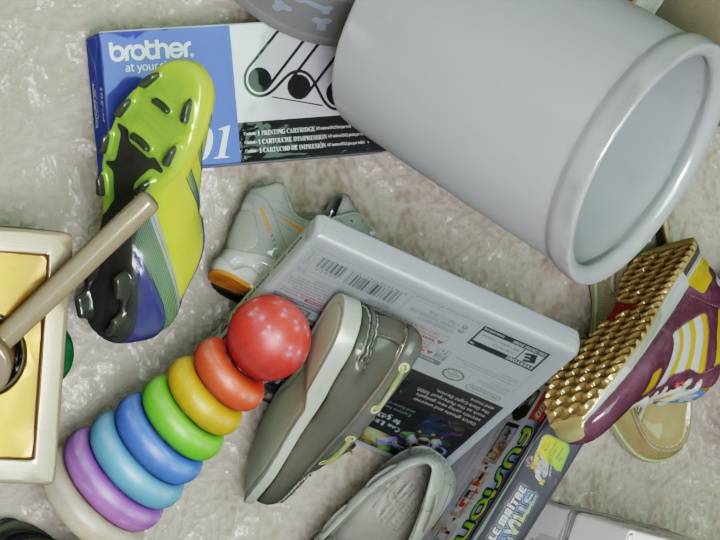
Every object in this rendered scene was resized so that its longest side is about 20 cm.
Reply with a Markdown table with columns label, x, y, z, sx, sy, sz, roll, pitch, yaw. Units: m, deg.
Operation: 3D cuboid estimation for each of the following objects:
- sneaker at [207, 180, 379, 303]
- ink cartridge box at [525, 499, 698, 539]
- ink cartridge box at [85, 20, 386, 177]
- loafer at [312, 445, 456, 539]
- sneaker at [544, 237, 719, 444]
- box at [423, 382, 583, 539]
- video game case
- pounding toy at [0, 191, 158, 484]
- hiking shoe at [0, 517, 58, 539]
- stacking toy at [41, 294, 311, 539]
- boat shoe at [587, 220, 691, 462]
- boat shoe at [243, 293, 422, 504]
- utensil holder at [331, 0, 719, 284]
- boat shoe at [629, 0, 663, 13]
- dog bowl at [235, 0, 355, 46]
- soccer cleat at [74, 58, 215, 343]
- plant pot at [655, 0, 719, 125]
| label | x | y | z | sx | sy | sz | roll | pitch | yaw |
| --- | --- | --- | --- | --- | --- | --- | --- | --- | --- |
| sneaker | 0.000 | 0.000 | 1.452 | 0.199 | 0.076 | 0.093 | 22 | 78 | -22 |
| ink cartridge box | 0.191 | 0.217 | 1.459 | 0.145 | 0.200 | 0.083 | 17 | 86 | -20 |
| ink cartridge box | -0.080 | -0.117 | 1.430 | 0.198 | 0.044 | 0.095 | -5 | 92 | -20 |
| loafer | -0.011 | 0.201 | 1.440 | 0.070 | 0.070 | 0.201 | 36 | 88 | 10 |
| sneaker | 0.198 | 0.065 | 1.433 | 0.090 | 0.075 | 0.200 | 55 | 49 | -17 |
| box | 0.079 | 0.167 | 1.464 | 0.035 | 0.110 | 0.201 | 36 | 80 | -18 |
| video game case | 0.014 | 0.055 | 1.412 | 0.199 | 0.182 | 0.023 | 24 | 48 | -19 |
| pounding toy | -0.243 | 0.036 | 1.323 | 0.198 | 0.142 | 0.186 | 4 | 91 | -20 |
| hiking shoe | -0.157 | 0.227 | 1.383 | 0.199 | 0.101 | 0.076 | 22 | 88 | -18 |
| stacking toy | -0.112 | 0.089 | 1.364 | 0.085 | 0.085 | 0.200 | 41 | 106 | -16 |
| boat shoe | 0.206 | 0.040 | 1.531 | 0.073 | 0.063 | 0.203 | -8 | 94 | -20 |
| boat shoe | -0.023 | 0.095 | 1.390 | 0.060 | 0.202 | 0.072 | 17 | 46 | -14 |
| utensil holder | 0.105 | -0.115 | 1.352 | 0.199 | 0.170 | 0.170 | 34 | 77 | 24 |
| boat shoe | 0.151 | -0.145 | 1.470 | 0.069 | 0.071 | 0.200 | 26 | 124 | -32 |
| dog bowl | -0.014 | -0.254 | 1.419 | 0.198 | 0.059 | 0.202 | 4 | 77 | -19 |
| soccer cleat | -0.128 | -0.046 | 1.377 | 0.083 | 0.065 | 0.201 | -14 | 128 | -51 |
| plant pot | 0.270 | -0.191 | 1.475 | 0.186 | 0.200 | 0.189 | -1 | 93 | -21 |
